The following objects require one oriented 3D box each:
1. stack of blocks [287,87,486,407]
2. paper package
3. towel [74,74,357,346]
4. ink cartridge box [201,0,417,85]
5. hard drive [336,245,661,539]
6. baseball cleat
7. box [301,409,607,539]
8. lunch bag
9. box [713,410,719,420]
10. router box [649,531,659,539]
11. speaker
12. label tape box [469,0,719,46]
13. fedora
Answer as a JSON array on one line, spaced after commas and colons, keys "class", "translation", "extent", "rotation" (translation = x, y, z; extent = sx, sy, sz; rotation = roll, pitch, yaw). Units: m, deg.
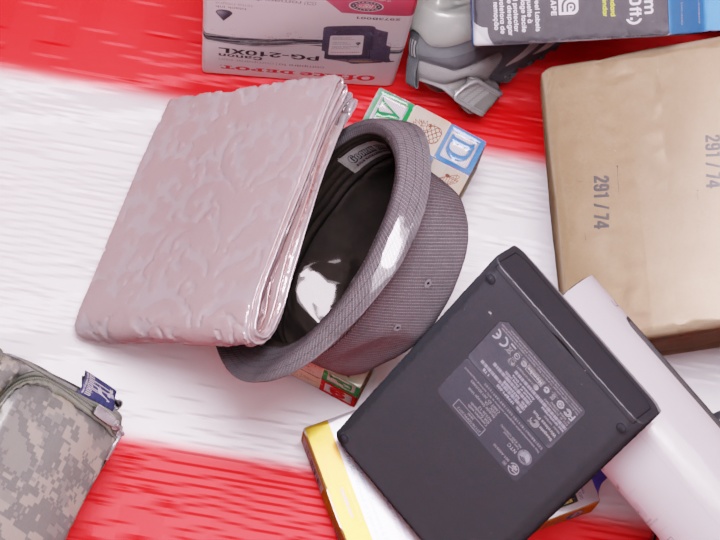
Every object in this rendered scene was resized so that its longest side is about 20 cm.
[{"class": "stack of blocks", "translation": [-0.008, -0.023, 1.670], "extent": [0.115, 0.059, 0.201], "rotation": [27, 73, 4]}, {"class": "paper package", "translation": [0.224, -0.050, 1.641], "extent": [0.189, 0.103, 0.202], "rotation": [-9, 79, 14]}, {"class": "towel", "translation": [-0.098, -0.036, 1.613], "extent": [0.032, 0.199, 0.192], "rotation": [33, 68, -34]}, {"class": "ink cartridge box", "translation": [-0.036, -0.199, 1.647], "extent": [0.144, 0.200, 0.085], "rotation": [4, 76, -3]}, {"class": "hard drive", "translation": [0.083, 0.099, 1.541], "extent": [0.140, 0.200, 0.033], "rotation": [49, 38, 9]}, {"class": "baseball cleat", "translation": [0.112, -0.170, 1.724], "extent": [0.199, 0.107, 0.070], "rotation": [-9, 35, -30]}, {"class": "box", "translation": [0.071, 0.133, 1.642], "extent": [0.199, 0.042, 0.120], "rotation": [-18, 76, -12]}, {"class": "lunch bag", "translation": [-0.264, 0.140, 1.568], "extent": [0.167, 0.139, 0.201], "rotation": [29, 73, -12]}, {"class": "box", "translation": [0.342, 0.139, 1.618], "extent": [0.199, 0.049, 0.162], "rotation": [-22, 65, -24]}, {"class": "router box", "translation": [0.274, 0.259, 1.614], "extent": [0.199, 0.049, 0.181], "rotation": [21, 73, 2]}, {"class": "speaker", "translation": [0.182, 0.101, 1.542], "extent": [0.081, 0.081, 0.200], "rotation": [-38, 80, -14]}, {"class": "label tape box", "translation": [0.170, -0.228, 1.610], "extent": [0.198, 0.063, 0.145], "rotation": [-3, 95, 4]}, {"class": "fedora", "translation": [0.000, 0.000, 1.571], "extent": [0.090, 0.177, 0.201], "rotation": [30, 97, -29]}]
